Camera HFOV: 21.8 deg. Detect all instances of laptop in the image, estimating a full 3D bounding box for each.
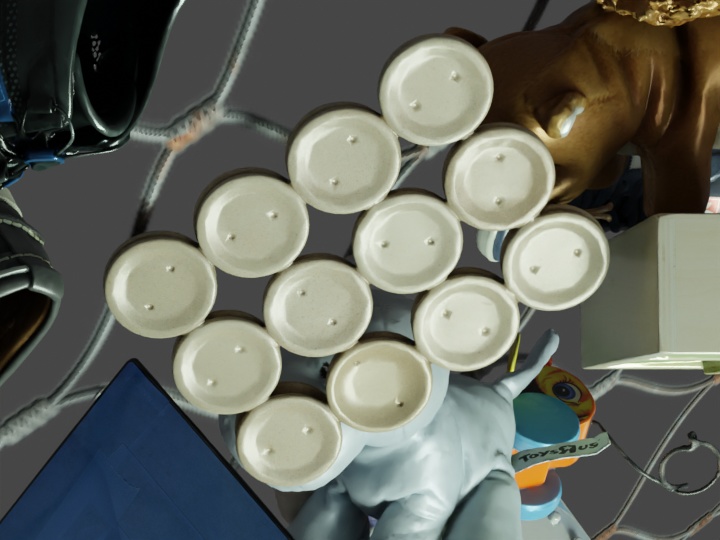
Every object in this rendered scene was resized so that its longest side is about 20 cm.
[{"bbox_3d":[-0.138,0.166,0.812,0.200,0.187,0.116,-20,142,-37],"label":"laptop"}]

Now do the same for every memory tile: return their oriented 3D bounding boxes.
[{"bbox_3d":[0.000,0.000,0.834,0.200,0.017,0.153,-35,115,10],"label":"memory tile"}]

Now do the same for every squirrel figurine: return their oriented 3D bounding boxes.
[{"bbox_3d":[0.132,-0.114,0.879,0.187,0.142,0.200,-11,131,-29],"label":"squirrel figurine"}]

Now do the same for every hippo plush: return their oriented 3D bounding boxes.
[{"bbox_3d":[0.019,0.093,0.945,0.200,0.159,0.161,-27,140,4],"label":"hippo plush"}]

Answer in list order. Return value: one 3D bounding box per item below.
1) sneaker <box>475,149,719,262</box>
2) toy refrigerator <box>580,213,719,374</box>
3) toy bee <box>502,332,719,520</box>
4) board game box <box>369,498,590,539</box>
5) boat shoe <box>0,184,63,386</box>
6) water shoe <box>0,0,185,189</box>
[{"bbox_3d":[0.156,-0.046,1.018,0.200,0.085,0.075,-29,148,-26],"label":"sneaker"},{"bbox_3d":[0.161,0.017,0.914,0.076,0.070,0.200,0,175,-4],"label":"toy refrigerator"},{"bbox_3d":[0.097,0.098,1.133,0.200,0.109,0.131,18,120,-29],"label":"toy bee"},{"bbox_3d":[0.087,0.211,1.140,0.200,0.200,0.026,-20,155,-37],"label":"board game box"},{"bbox_3d":[-0.188,0.059,0.736,0.200,0.068,0.072,-52,152,16],"label":"boat shoe"},{"bbox_3d":[-0.122,-0.063,0.647,0.200,0.079,0.071,-52,150,13],"label":"water shoe"}]
